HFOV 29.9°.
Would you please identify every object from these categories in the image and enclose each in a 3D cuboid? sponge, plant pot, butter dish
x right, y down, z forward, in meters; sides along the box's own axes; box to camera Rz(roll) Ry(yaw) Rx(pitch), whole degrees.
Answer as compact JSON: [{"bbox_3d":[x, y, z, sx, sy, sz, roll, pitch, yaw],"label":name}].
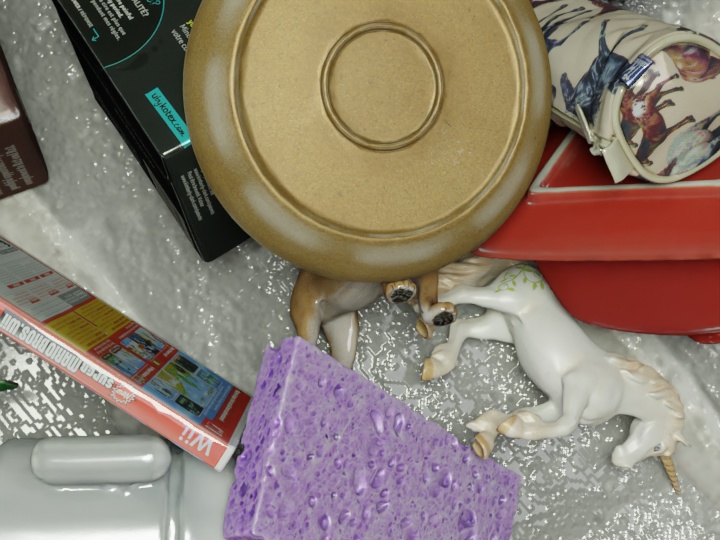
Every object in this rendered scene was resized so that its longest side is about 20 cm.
[{"bbox_3d":[0.013,0.131,0.759,0.200,0.030,0.112,35,55,-35],"label":"sponge"},{"bbox_3d":[0.009,-0.094,0.695,0.198,0.027,0.202,0,92,-13],"label":"plant pot"},{"bbox_3d":[0.198,-0.022,0.803,0.200,0.199,0.148,-51,128,-40],"label":"butter dish"}]

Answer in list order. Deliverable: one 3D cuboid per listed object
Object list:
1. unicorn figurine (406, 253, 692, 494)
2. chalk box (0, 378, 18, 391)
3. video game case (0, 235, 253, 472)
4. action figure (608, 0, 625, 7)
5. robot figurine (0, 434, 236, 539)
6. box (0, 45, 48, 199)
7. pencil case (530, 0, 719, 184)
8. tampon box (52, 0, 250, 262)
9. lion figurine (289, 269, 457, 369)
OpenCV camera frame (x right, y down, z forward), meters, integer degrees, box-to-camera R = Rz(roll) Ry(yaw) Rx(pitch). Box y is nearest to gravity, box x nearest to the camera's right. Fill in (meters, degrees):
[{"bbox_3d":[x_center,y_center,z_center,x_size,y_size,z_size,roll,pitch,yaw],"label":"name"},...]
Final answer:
[{"bbox_3d":[0.117,0.063,0.819,0.137,0.074,0.201,-20,77,-27],"label":"unicorn figurine"},{"bbox_3d":[-0.295,0.063,0.745,0.198,0.125,0.125,9,81,-5],"label":"chalk box"},{"bbox_3d":[-0.150,0.038,0.759,0.199,0.143,0.018,33,94,-2],"label":"video game case"},{"bbox_3d":[0.158,-0.228,0.860,0.199,0.102,0.120,-20,96,-11],"label":"action figure"},{"bbox_3d":[-0.138,0.149,0.745,0.198,0.170,0.113,2,47,-6],"label":"robot figurine"},{"bbox_3d":[-0.290,-0.131,0.752,0.163,0.166,0.201,-21,85,-11],"label":"box"},{"bbox_3d":[0.127,-0.112,0.771,0.089,0.200,0.078,-24,117,-13],"label":"pencil case"},{"bbox_3d":[-0.052,-0.135,0.785,0.199,0.126,0.150,-31,66,-10],"label":"tampon box"},{"bbox_3d":[0.000,0.000,0.795,0.072,0.200,0.123,23,40,-37],"label":"lion figurine"}]
